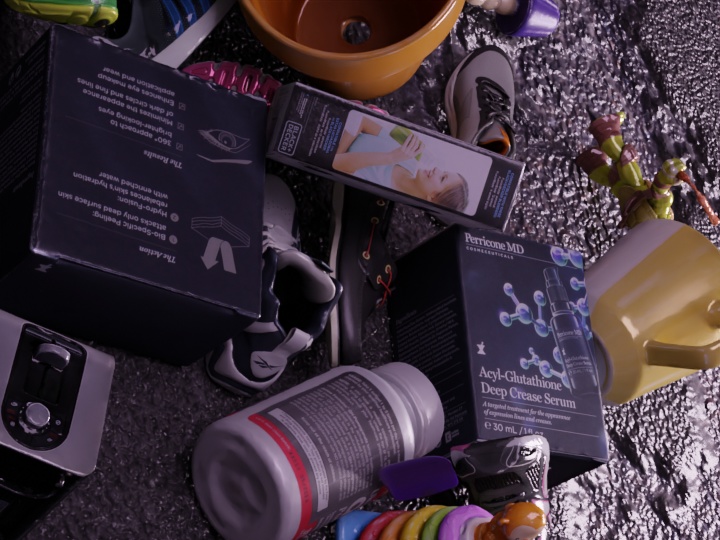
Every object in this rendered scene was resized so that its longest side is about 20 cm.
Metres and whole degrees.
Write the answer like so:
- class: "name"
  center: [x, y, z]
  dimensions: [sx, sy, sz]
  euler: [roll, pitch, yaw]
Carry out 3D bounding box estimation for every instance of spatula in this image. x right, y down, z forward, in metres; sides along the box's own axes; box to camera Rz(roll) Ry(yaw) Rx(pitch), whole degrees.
- class: "spatula"
  center: [0.059, 0.178, 1.637]
  dimensions: [0.200, 0.056, 0.021]
  euler: [51, 25, -72]

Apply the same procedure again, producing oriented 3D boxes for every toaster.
- class: "toaster"
  center: [-0.283, 0.103, 1.379]
  dimensions: [0.180, 0.200, 0.119]
  euler: [25, 53, -18]

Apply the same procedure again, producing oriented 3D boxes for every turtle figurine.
- class: "turtle figurine"
  center: [0.270, -0.063, 1.946]
  dimensions: [0.064, 0.200, 0.161]
  euler: [-29, 63, -10]

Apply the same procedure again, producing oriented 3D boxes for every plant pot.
- class: "plant pot"
  center: [-0.004, -0.237, 1.735]
  dimensions: [0.199, 0.183, 0.201]
  euler: [-1, 72, 3]

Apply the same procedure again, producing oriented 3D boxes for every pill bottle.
- class: "pill bottle"
  center: [-0.028, 0.141, 1.606]
  dimensions: [0.200, 0.111, 0.111]
  euler: [-22, 84, -42]

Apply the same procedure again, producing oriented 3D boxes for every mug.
- class: "mug"
  center: [0.256, 0.042, 1.844]
  dimensions: [0.153, 0.187, 0.150]
  euler: [-29, 83, -35]

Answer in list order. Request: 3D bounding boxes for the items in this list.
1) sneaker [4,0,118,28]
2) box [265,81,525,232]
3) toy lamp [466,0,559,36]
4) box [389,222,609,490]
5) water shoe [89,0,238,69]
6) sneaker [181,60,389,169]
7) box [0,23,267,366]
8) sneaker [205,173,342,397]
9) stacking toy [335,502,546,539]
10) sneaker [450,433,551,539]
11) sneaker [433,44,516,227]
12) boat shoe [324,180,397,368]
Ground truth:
- class: "sneaker"
  center: [-0.245, -0.247, 1.578]
  dimensions: [0.074, 0.084, 0.200]
  euler: [4, 26, -34]
- class: "box"
  center: [0.022, -0.091, 1.647]
  dimensions: [0.199, 0.117, 0.060]
  euler: [19, 89, -9]
- class: "toy lamp"
  center: [0.106, -0.267, 1.951]
  dimensions: [0.199, 0.058, 0.058]
  euler: [11, 62, -32]
- class: "box"
  center: [0.117, 0.079, 1.756]
  dimensions: [0.148, 0.107, 0.201]
  euler: [11, 62, -34]
- class: "water shoe"
  center: [-0.165, -0.217, 1.697]
  dimensions: [0.079, 0.071, 0.200]
  euler: [44, 48, -11]
- class: "sneaker"
  center: [-0.069, -0.126, 1.734]
  dimensions: [0.199, 0.087, 0.074]
  euler: [12, 84, -9]
- class: "box"
  center: [-0.185, -0.055, 1.570]
  dimensions: [0.196, 0.117, 0.201]
  euler: [18, 58, -30]
- class: "sneaker"
  center: [-0.059, -0.006, 1.639]
  dimensions: [0.079, 0.129, 0.200]
  euler: [31, 53, -25]
- class: "stacking toy"
  center: [0.078, 0.222, 1.590]
  dimensions: [0.116, 0.200, 0.110]
  euler: [12, 62, -35]
- class: "sneaker"
  center: [0.128, 0.196, 1.663]
  dimensions: [0.200, 0.080, 0.087]
  euler: [55, 25, -63]
- class: "sneaker"
  center: [0.118, -0.130, 1.878]
  dimensions: [0.074, 0.079, 0.201]
  euler: [29, 52, -23]
- class: "boat shoe"
  center: [0.000, -0.002, 1.700]
  dimensions: [0.063, 0.074, 0.202]
  euler: [6, 47, -1]
